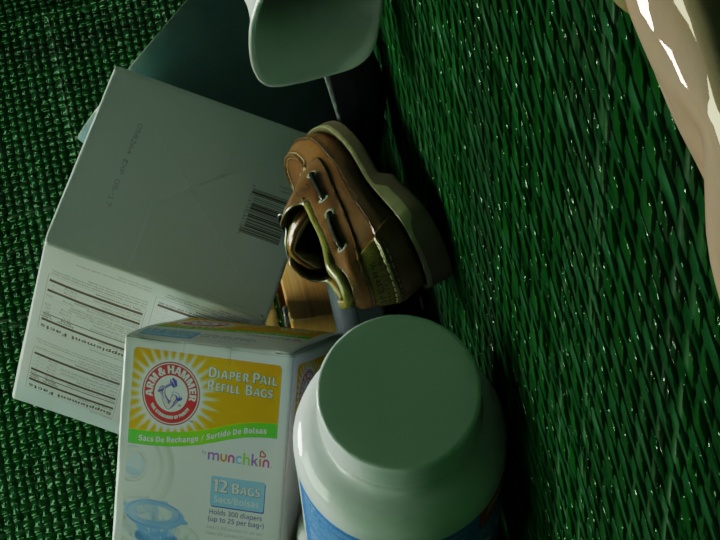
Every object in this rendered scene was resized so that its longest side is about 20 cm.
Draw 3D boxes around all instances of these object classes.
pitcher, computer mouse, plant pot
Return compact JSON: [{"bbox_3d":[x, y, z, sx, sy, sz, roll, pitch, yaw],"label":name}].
[{"bbox_3d":[-0.049,-0.230,1.278,0.201,0.121,0.172,64,149,25],"label":"pitcher"},{"bbox_3d":[0.014,-0.059,1.424,0.059,0.034,0.201,-103,-5,-66],"label":"computer mouse"},{"bbox_3d":[-0.085,-0.126,1.646,0.135,0.200,0.200,41,179,-5],"label":"plant pot"}]

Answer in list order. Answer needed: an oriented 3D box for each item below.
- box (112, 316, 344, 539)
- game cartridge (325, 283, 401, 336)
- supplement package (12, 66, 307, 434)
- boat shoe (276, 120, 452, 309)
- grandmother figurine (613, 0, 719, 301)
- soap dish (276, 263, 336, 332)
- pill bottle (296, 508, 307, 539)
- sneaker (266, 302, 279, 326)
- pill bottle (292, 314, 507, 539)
[{"bbox_3d":[-0.080,0.135,1.400,0.101,0.112,0.202,-15,-69,-71],"label":"box"},{"bbox_3d":[0.000,0.000,1.510,0.200,0.040,0.134,-84,-16,-77],"label":"game cartridge"},{"bbox_3d":[-0.130,0.001,1.556,0.200,0.150,0.152,113,176,-55],"label":"supplement package"},{"bbox_3d":[-0.017,-0.032,1.339,0.072,0.068,0.200,67,169,-21],"label":"boat shoe"},{"bbox_3d":[0.094,0.019,0.445,0.121,0.060,0.201,17,-127,-63],"label":"grandmother figurine"},{"bbox_3d":[-0.028,0.005,1.768,0.158,0.081,0.201,83,174,-52],"label":"soap dish"},{"bbox_3d":[0.031,0.218,1.393,0.116,0.115,0.201,-109,7,-55],"label":"pill bottle"},{"bbox_3d":[-0.095,0.059,1.751,0.100,0.074,0.201,82,174,-58],"label":"sneaker"},{"bbox_3d":[0.021,0.101,1.213,0.200,0.111,0.113,86,170,-66],"label":"pill bottle"}]
